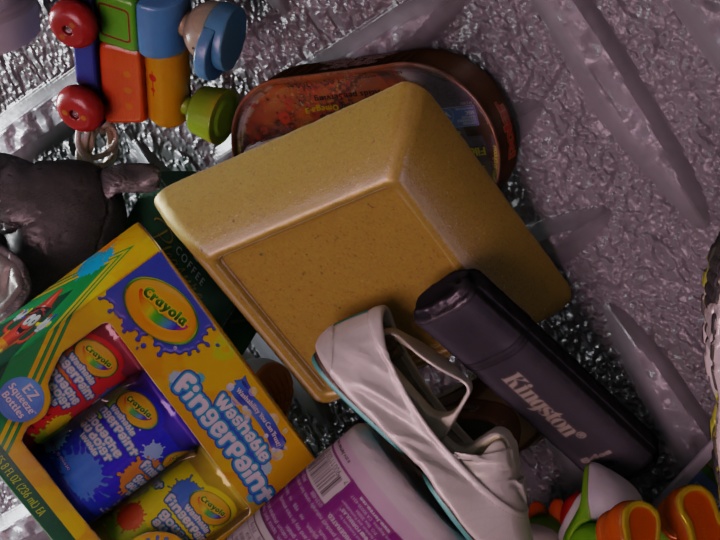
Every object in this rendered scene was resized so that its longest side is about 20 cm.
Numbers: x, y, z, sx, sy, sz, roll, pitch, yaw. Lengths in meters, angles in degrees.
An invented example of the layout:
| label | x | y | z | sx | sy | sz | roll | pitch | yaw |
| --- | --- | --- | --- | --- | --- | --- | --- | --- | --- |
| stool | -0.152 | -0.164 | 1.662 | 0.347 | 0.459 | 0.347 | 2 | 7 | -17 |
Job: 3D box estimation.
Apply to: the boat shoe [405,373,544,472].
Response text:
| label | x | y | z | sx | sy | sz | roll | pitch | yaw |
| --- | --- | --- | --- | --- | --- | --- | --- | --- | --- |
| boat shoe | 0.045 | 0.124 | 1.591 | 0.076 | 0.074 | 0.200 | 49 | 131 | 1 |

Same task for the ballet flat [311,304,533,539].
| label | x | y | z | sx | sy | sz | roll | pitch | yaw |
| --- | --- | --- | --- | --- | --- | --- | --- | --- | --- |
| ballet flat | 0.055 | 0.103 | 1.474 | 0.200 | 0.069 | 0.069 | 48 | 131 | -2 |

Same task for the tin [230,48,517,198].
| label | x | y | z | sx | sy | sz | roll | pitch | yaw |
| --- | --- | --- | --- | --- | --- | --- | --- | --- | --- |
| tin | 0.008 | -0.080 | 1.526 | 0.200 | 0.042 | 0.112 | -3 | 109 | 34 |

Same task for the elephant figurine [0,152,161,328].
| label | x | y | z | sx | sy | sz | roll | pitch | yaw |
| --- | --- | --- | --- | --- | --- | --- | --- | --- | --- |
| elephant figurine | -0.229 | 0.030 | 1.601 | 0.141 | 0.200 | 0.155 | 12 | 159 | -14 |

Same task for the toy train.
| label | x | y | z | sx | sy | sz | roll | pitch | yaw |
| --- | --- | --- | --- | --- | --- | --- | --- | --- | --- |
| toy train | -0.131 | -0.111 | 1.572 | 0.116 | 0.085 | 0.200 | 20 | 137 | 18 |

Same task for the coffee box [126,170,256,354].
| label | x | y | z | sx | sy | sz | roll | pitch | yaw |
| --- | --- | --- | --- | --- | --- | --- | --- | --- | --- |
| coffee box | -0.139 | 0.044 | 1.644 | 0.123 | 0.044 | 0.200 | 51 | 125 | 31 |

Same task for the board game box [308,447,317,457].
| label | x | y | z | sx | sy | sz | roll | pitch | yaw |
| --- | --- | --- | --- | --- | --- | --- | --- | --- | --- |
| board game box | -0.048 | 0.212 | 1.591 | 0.200 | 0.151 | 0.037 | 45 | 173 | 24 |

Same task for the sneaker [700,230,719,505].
| label | x | y | z | sx | sy | sz | roll | pitch | yaw |
| --- | --- | --- | --- | --- | --- | --- | --- | --- | --- |
| sneaker | 0.250 | 0.061 | 1.436 | 0.084 | 0.074 | 0.200 | -4 | 107 | 3 |

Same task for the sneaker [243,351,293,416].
| label | x | y | z | sx | sy | sz | roll | pitch | yaw |
| --- | --- | --- | --- | --- | --- | --- | --- | --- | --- |
| sneaker | -0.111 | 0.132 | 1.709 | 0.092 | 0.076 | 0.200 | 30 | 119 | 27 |

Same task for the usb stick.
| label | x | y | z | sx | sy | sz | roll | pitch | yaw |
| --- | --- | --- | --- | --- | --- | --- | --- | --- | --- |
| usb stick | 0.111 | 0.068 | 1.490 | 0.055 | 0.033 | 0.200 | -31 | 124 | 27 |

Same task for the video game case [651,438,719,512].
| label | x | y | z | sx | sy | sz | roll | pitch | yaw |
| --- | --- | --- | --- | --- | --- | --- | --- | --- | --- |
| video game case | 0.266 | 0.210 | 1.529 | 0.200 | 0.022 | 0.182 | 42 | 131 | 8 |

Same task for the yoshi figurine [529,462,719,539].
| label | x | y | z | sx | sy | sz | roll | pitch | yaw |
| --- | --- | --- | --- | --- | --- | --- | --- | --- | --- |
| yoshi figurine | 0.146 | 0.203 | 1.520 | 0.112 | 0.112 | 0.200 | 40 | 149 | -13 |

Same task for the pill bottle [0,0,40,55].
| label | x | y | z | sx | sy | sz | roll | pitch | yaw |
| --- | --- | --- | --- | --- | --- | --- | --- | --- | --- |
| pill bottle | -0.267 | -0.246 | 1.564 | 0.116 | 0.116 | 0.200 | 12 | 122 | 28 |

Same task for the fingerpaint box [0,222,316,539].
| label | x | y | z | sx | sy | sz | roll | pitch | yaw |
| --- | --- | --- | --- | --- | --- | --- | --- | --- | --- |
| fingerpaint box | -0.145 | 0.101 | 1.532 | 0.200 | 0.167 | 0.073 | 56 | 175 | -23 |

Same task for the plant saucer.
| label | x | y | z | sx | sy | sz | roll | pitch | yaw |
| --- | --- | --- | --- | --- | --- | --- | --- | --- | --- |
| plant saucer | 0.000 | 0.000 | 1.496 | 0.200 | 0.048 | 0.200 | -22 | 125 | 25 |

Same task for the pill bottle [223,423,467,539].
| label | x | y | z | sx | sy | sz | roll | pitch | yaw |
| --- | --- | --- | --- | --- | --- | --- | --- | --- | --- |
| pill bottle | -0.036 | 0.199 | 1.505 | 0.200 | 0.112 | 0.112 | -42 | 89 | 4 |
